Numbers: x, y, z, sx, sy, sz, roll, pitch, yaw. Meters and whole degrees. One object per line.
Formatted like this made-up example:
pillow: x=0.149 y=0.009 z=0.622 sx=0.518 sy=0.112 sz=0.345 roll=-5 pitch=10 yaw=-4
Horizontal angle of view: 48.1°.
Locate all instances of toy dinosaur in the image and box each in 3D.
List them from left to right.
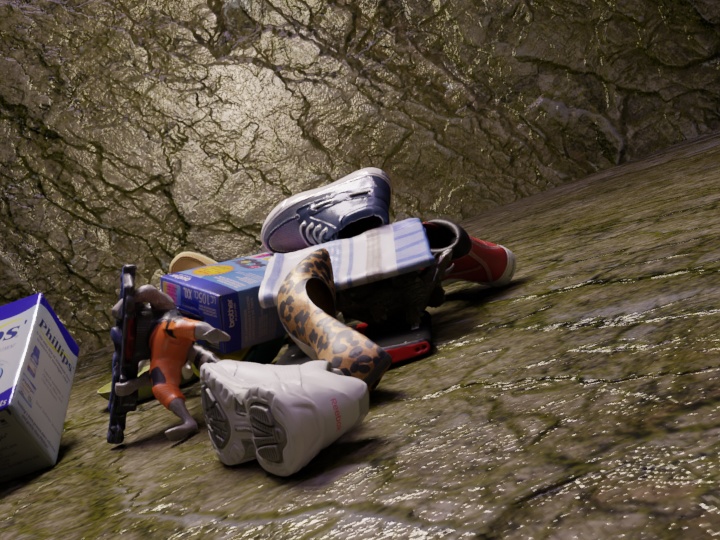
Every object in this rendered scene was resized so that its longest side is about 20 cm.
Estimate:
toy dinosaur: x=0.024 y=0.035 z=0.916 sx=0.196 sy=0.078 sz=0.102 roll=-18 pitch=-7 yaw=-2

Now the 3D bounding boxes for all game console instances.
game console: x=-0.005 y=0.088 z=0.887 sx=0.173 sy=0.032 sz=0.200 roll=-13 pitch=5 yaw=6

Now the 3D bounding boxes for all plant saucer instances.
plant saucer: x=-0.304 y=0.164 z=1.246 sx=0.196 sy=0.032 sz=0.200 roll=-19 pitch=3 yaw=1

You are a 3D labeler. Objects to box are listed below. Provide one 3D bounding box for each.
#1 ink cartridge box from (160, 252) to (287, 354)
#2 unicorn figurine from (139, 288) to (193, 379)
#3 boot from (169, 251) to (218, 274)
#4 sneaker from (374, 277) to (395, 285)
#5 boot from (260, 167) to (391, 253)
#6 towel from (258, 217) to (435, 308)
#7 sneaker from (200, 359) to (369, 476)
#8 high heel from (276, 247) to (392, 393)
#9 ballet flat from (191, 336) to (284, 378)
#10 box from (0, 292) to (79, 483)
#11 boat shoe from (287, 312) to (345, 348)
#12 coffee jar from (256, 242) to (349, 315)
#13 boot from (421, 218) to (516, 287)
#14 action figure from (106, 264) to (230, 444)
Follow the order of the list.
ink cartridge box: x=-0.155 y=0.039 z=0.999 sx=0.135 sy=0.078 sz=0.198 roll=12 pitch=21 yaw=44
unicorn figurine: x=-0.267 y=0.093 z=1.110 sx=0.073 sy=0.203 sz=0.137 roll=9 pitch=-36 yaw=-37
boot: x=-0.207 y=0.055 z=1.166 sx=0.073 sy=0.200 sz=0.156 roll=-44 pitch=4 yaw=5
sneaker: x=0.031 y=0.045 z=1.114 sx=0.079 sy=0.075 sz=0.200 roll=-47 pitch=7 yaw=7
boot: x=-0.050 y=-0.056 z=1.027 sx=0.198 sy=0.073 sz=0.091 roll=-27 pitch=34 yaw=23
towel: x=-0.017 y=-0.011 z=0.911 sx=0.196 sy=0.024 sz=0.147 roll=-14 pitch=18 yaw=5
sneaker: x=-0.060 y=0.106 z=0.629 sx=0.098 sy=0.080 sz=0.199 roll=-13 pitch=9 yaw=-32
high heel: x=-0.015 y=0.041 z=0.758 sx=0.141 sy=0.071 sz=0.203 roll=-22 pitch=40 yaw=33
ballet flat: x=-0.154 y=0.100 z=1.018 sx=0.066 sy=0.068 sz=0.200 roll=25 pitch=16 yaw=8
box: x=-0.449 y=0.150 z=0.953 sx=0.181 sy=0.106 sz=0.201 roll=-19 pitch=37 yaw=3
boat shoe: x=-0.069 y=0.064 z=1.123 sx=0.070 sy=0.078 sz=0.200 roll=-17 pitch=5 yaw=5
coffee jar: x=-0.072 y=0.008 z=1.281 sx=0.085 sy=0.105 sz=0.199 roll=-45 pitch=-29 yaw=14
boot: x=0.089 y=-0.029 z=1.071 sx=0.143 sy=0.074 sz=0.198 roll=23 pitch=-13 yaw=-38
action figure: x=-0.211 y=0.105 z=0.867 sx=0.103 sy=0.204 sz=0.193 roll=0 pitch=21 yaw=-36
